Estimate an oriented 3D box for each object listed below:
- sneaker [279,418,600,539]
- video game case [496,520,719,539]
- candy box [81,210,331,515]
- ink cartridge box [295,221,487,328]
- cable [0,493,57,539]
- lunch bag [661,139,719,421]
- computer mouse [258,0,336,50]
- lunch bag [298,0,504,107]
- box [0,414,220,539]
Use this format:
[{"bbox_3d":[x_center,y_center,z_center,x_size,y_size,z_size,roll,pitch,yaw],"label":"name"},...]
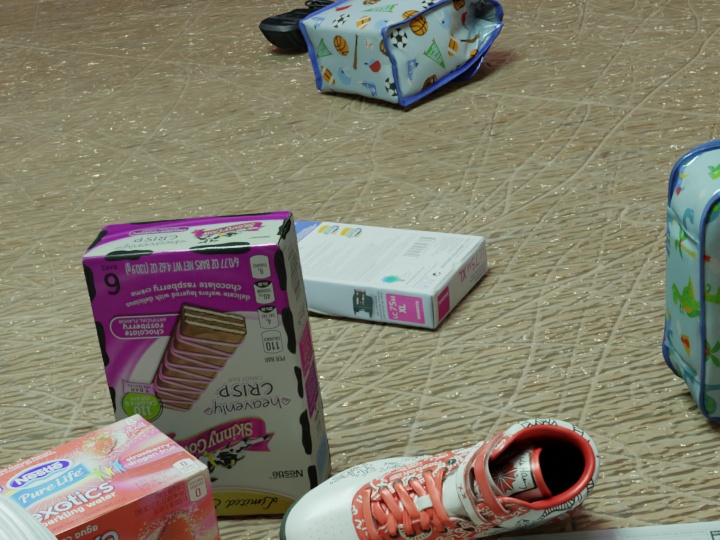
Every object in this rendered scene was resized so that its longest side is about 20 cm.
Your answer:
[{"bbox_3d":[0.050,0.137,0.937,0.200,0.068,0.108,-9,-18,-10],"label":"sneaker"},{"bbox_3d":[0.179,0.204,0.864,0.198,0.024,0.182,-5,24,4],"label":"video game case"},{"bbox_3d":[-0.100,0.067,1.029,0.135,0.201,0.061,-4,23,10],"label":"candy box"},{"bbox_3d":[0.000,0.000,1.348,0.199,0.042,0.119,9,29,26],"label":"ink cartridge box"},{"bbox_3d":[-0.226,0.203,0.780,0.199,0.201,0.069,-28,-21,19],"label":"cable"},{"bbox_3d":[0.296,0.003,1.058,0.159,0.201,0.083,-12,31,-6],"label":"lunch bag"},{"bbox_3d":[-0.047,-0.337,2.115,0.139,0.046,0.200,8,23,21],"label":"computer mouse"},{"bbox_3d":[0.057,-0.290,1.878,0.200,0.125,0.169,-35,34,-32],"label":"lunch bag"},{"bbox_3d":[-0.194,0.180,0.936,0.199,0.095,0.102,-22,28,-29],"label":"box"}]
